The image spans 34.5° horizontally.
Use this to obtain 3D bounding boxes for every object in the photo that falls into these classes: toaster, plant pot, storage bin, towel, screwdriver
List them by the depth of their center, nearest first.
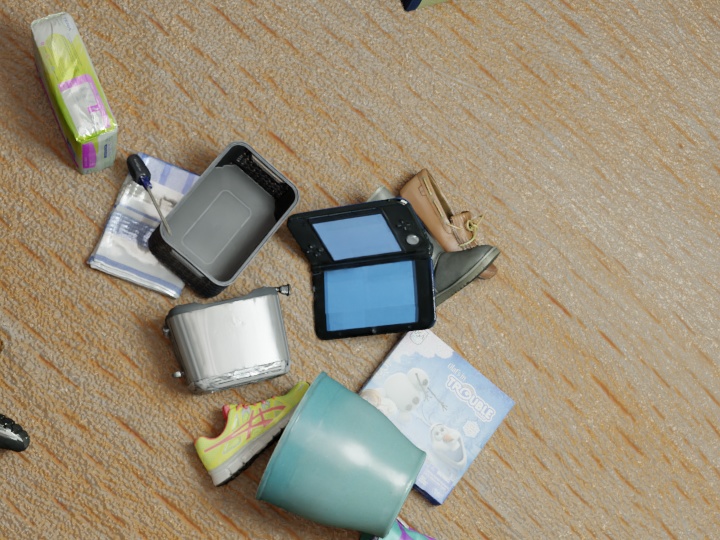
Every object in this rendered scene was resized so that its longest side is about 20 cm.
[{"bbox_3d":[-0.017,0.272,1.619,0.188,0.200,0.200,27,72,5],"label":"plant pot"},{"bbox_3d":[-0.299,-0.108,1.675,0.029,0.028,0.200,2,35,-37],"label":"screwdriver"},{"bbox_3d":[-0.182,0.103,1.687,0.199,0.114,0.130,-12,83,-18],"label":"toaster"},{"bbox_3d":[-0.203,-0.075,1.720,0.135,0.094,0.200,41,66,-8],"label":"storage bin"},{"bbox_3d":[-0.306,-0.069,1.745,0.147,0.024,0.201,23,72,-8],"label":"towel"}]

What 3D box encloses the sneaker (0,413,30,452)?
[{"bbox_3d":[-0.559,0.227,1.599,0.199,0.076,0.088,20,87,-4],"label":"sneaker"}]

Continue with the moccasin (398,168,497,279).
[{"bbox_3d":[0.148,-0.072,1.820,0.078,0.074,0.202,-41,79,19],"label":"moccasin"}]

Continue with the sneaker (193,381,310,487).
[{"bbox_3d":[-0.156,0.218,1.682,0.200,0.078,0.090,-39,81,-20],"label":"sneaker"}]

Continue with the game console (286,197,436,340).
[{"bbox_3d":[0.000,0.000,1.705,0.199,0.171,0.119,-8,49,23],"label":"game console"}]

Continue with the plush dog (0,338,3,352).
[{"bbox_3d":[-0.563,0.085,1.558,0.160,0.200,0.172,-37,99,-33],"label":"plush dog"}]

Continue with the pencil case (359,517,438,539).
[{"bbox_3d":[0.098,0.420,1.684,0.199,0.085,0.093,24,97,-7],"label":"pencil case"}]

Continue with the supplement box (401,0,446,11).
[{"bbox_3d":[0.146,-0.565,1.912,0.199,0.134,0.201,-18,81,-16],"label":"supplement box"}]

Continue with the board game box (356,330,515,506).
[{"bbox_3d":[0.099,0.215,1.757,0.200,0.043,0.199,39,71,-1],"label":"board game box"}]

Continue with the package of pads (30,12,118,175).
[{"bbox_3d":[-0.419,-0.258,1.696,0.068,0.155,0.200,-22,82,-17],"label":"package of pads"}]

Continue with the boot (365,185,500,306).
[{"bbox_3d":[0.094,-0.051,1.766,0.200,0.182,0.073,54,37,3],"label":"boot"}]
